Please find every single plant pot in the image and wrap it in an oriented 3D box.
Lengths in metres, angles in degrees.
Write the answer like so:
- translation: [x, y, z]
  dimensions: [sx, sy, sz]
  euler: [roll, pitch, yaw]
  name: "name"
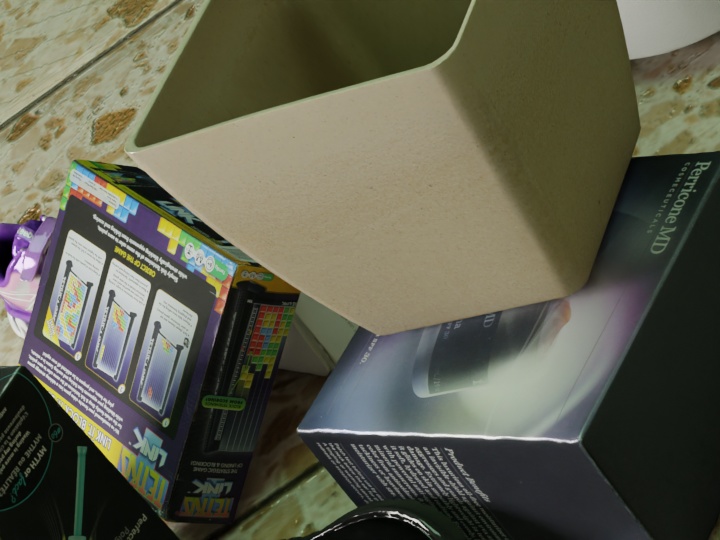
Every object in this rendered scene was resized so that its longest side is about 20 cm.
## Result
- translation: [0.033, -0.082, 1.285]
  dimensions: [0.200, 0.177, 0.200]
  euler: [-12, 37, 34]
  name: "plant pot"

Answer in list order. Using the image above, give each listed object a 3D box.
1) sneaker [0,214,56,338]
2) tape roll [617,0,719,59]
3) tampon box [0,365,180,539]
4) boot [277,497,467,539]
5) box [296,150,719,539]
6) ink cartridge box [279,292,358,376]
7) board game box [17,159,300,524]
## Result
- translation: [-0.197, 0.002, 1.736]
  dimensions: [0.200, 0.089, 0.081]
  euler: [2, 48, 45]
  name: "sneaker"
- translation: [0.183, -0.252, 1.580]
  dimensions: [0.202, 0.139, 0.203]
  euler: [-27, 33, 19]
  name: "tape roll"
- translation: [-0.209, 0.172, 1.421]
  dimensions: [0.126, 0.200, 0.150]
  euler: [-2, 46, 45]
  name: "tampon box"
- translation: [-0.050, 0.198, 1.296]
  dimensions: [0.211, 0.080, 0.158]
  euler: [-22, 8, 42]
  name: "boot"
- translation: [0.108, 0.047, 1.333]
  dimensions: [0.198, 0.123, 0.200]
  euler: [-1, 47, 43]
  name: "box"
- translation: [-0.027, -0.039, 1.615]
  dimensions: [0.146, 0.084, 0.200]
  euler: [4, 51, 49]
  name: "ink cartridge box"
- translation: [-0.128, 0.041, 1.543]
  dimensions: [0.200, 0.057, 0.166]
  euler: [32, 111, 48]
  name: "board game box"
